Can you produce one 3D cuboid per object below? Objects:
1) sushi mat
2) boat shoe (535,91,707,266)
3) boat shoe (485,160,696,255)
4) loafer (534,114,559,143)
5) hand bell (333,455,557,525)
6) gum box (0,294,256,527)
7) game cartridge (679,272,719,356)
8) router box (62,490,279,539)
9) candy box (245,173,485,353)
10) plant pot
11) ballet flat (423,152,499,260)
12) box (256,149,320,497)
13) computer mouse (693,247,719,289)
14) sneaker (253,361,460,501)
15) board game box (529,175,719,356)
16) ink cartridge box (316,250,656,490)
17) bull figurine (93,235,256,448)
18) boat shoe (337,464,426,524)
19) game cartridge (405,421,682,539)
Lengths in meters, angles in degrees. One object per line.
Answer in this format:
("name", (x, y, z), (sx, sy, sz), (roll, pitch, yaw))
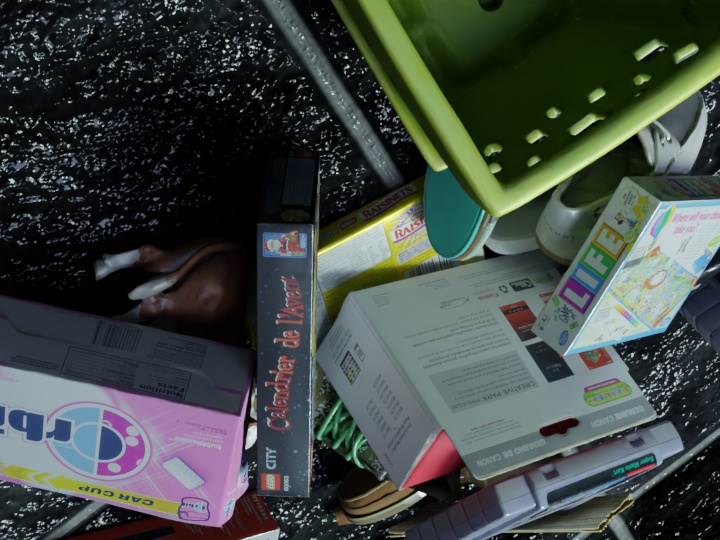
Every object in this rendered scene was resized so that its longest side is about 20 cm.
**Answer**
("sushi mat", (0.131, 0.215, 1.333), (0.096, 0.199, 0.012), (-20, 102, -62))
("boat shoe", (0.206, -0.087, 1.145), (0.200, 0.071, 0.069), (-48, 158, -29))
("boat shoe", (0.185, -0.049, 1.208), (0.199, 0.074, 0.066), (-22, 133, -16))
("loafer", (0.152, -0.146, 1.104), (0.070, 0.068, 0.201), (-8, 128, -18))
("hand bell", (0.072, 0.184, 1.344), (0.199, 0.104, 0.104), (-21, 137, -1))
("gum box", (-0.167, 0.096, 1.028), (0.199, 0.066, 0.114), (13, 130, -1))
("game cartridge", (0.376, -0.005, 1.333), (0.200, 0.130, 0.038), (-33, 137, -5))
("router box", (-0.168, 0.291, 1.287), (0.179, 0.049, 0.201), (-11, 132, -26))
("candy box", (0.000, 0.000, 1.162), (0.199, 0.026, 0.102), (-28, 134, -11))
("plant pot", (0.089, -0.171, 0.926), (0.199, 0.181, 0.200), (-33, 103, -5))
("ballet flat", (0.087, -0.103, 1.092), (0.071, 0.069, 0.201), (-30, 130, -39))
("box", (-0.049, 0.034, 1.044), (0.037, 0.137, 0.201), (1, 114, -1))
("computer mouse", (0.291, 0.002, 1.298), (0.200, 0.141, 0.046), (-38, 176, -5))
("sneaker", (0.005, 0.126, 1.199), (0.199, 0.089, 0.077), (23, 105, -15))
("board game box", (0.217, -0.007, 1.157), (0.200, 0.034, 0.135), (-5, 129, -58))
("ink cartridge box", (0.097, 0.088, 1.164), (0.199, 0.176, 0.084), (-12, 146, -36))
("bull figurine", (-0.127, 0.060, 1.096), (0.121, 0.065, 0.201), (-8, 126, -17))
("boat shoe", (0.055, 0.134, 1.293), (0.200, 0.072, 0.068), (-37, 123, 0))
("game cartridge", (0.147, 0.173, 1.190), (0.199, 0.039, 0.130), (-13, 167, -37))
